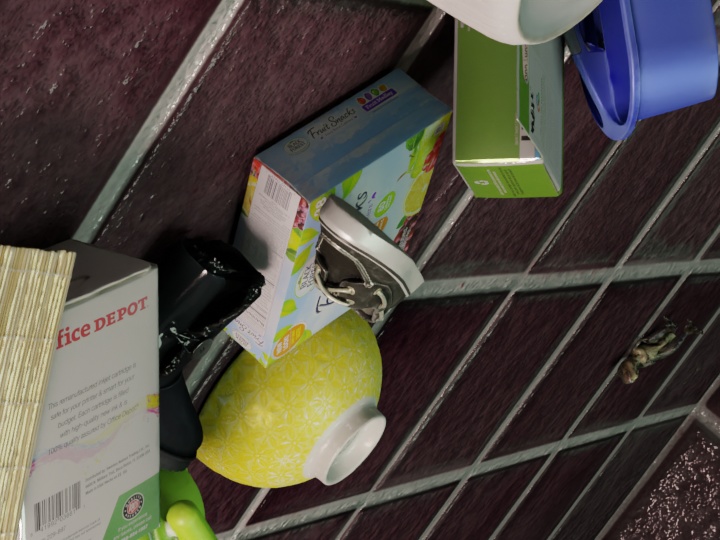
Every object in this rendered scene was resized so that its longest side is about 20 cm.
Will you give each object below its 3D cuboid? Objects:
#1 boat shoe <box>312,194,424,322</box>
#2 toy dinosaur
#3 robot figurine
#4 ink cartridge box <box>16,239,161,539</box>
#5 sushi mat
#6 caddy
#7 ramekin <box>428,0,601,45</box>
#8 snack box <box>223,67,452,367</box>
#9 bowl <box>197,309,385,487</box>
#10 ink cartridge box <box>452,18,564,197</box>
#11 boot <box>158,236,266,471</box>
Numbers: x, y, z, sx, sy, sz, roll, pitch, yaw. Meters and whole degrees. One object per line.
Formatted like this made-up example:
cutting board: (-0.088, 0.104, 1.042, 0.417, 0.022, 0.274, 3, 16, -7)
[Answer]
boat shoe: (0.000, 0.000, 1.651, 0.064, 0.071, 0.200, -49, 161, -2)
toy dinosaur: (0.410, 0.098, 2.960, 0.088, 0.047, 0.200, -44, 167, 33)
robot figurine: (-0.195, 0.206, 1.710, 0.175, 0.116, 0.200, -9, -173, 19)
ink cartridge box: (-0.207, 0.096, 1.448, 0.145, 0.087, 0.200, -27, 127, -50)
sushi mat: (-0.221, 0.082, 1.325, 0.096, 0.012, 0.200, 3, 101, -63)
caddy: (0.211, -0.207, 1.756, 0.105, 0.200, 0.141, -10, -177, -11)
ramekin: (0.114, -0.238, 1.383, 0.200, 0.105, 0.200, -43, 160, -20)
snack box: (-0.023, -0.041, 1.727, 0.169, 0.068, 0.200, -34, 154, -36)
bowl: (-0.043, 0.126, 1.934, 0.200, 0.108, 0.200, -42, 159, -20)
ink cartridge box: (0.106, -0.153, 1.683, 0.200, 0.076, 0.148, 43, 47, -70)
boot: (-0.131, 0.063, 1.670, 0.168, 0.076, 0.200, -47, 155, 4)
